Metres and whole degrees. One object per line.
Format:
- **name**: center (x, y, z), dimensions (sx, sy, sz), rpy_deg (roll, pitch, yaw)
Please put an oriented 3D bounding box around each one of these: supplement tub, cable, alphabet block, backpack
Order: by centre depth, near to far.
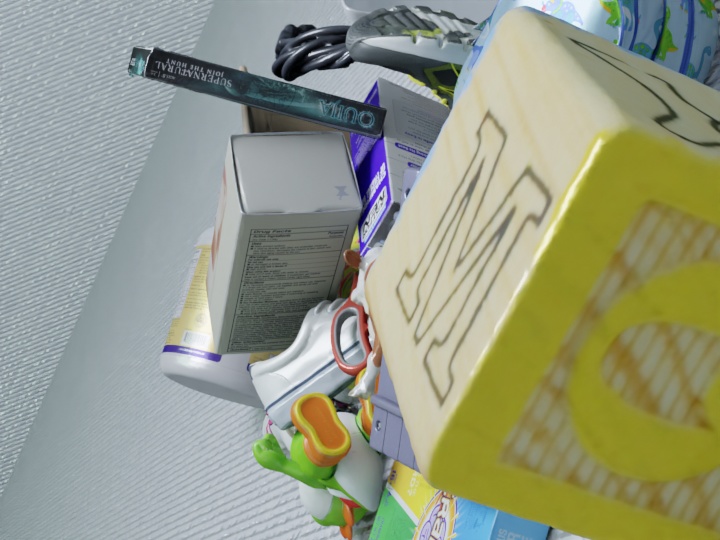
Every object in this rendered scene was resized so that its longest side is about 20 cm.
- **alphabet block**: center (0.135, 0.006, 0.718), dimensions (0.200, 0.195, 0.197), rpy_deg (-106, 38, -64)
- **backpack**: center (0.146, -0.125, 0.927), dimensions (0.200, 0.154, 0.163), rpy_deg (-49, 44, 15)
- **cable**: center (0.006, -0.185, 1.205), dimensions (0.200, 0.163, 0.051), rpy_deg (-106, 18, -81)
- **supplement tub**: center (-0.123, 0.037, 1.519), dimensions (0.145, 0.145, 0.200), rpy_deg (-17, 54, 68)

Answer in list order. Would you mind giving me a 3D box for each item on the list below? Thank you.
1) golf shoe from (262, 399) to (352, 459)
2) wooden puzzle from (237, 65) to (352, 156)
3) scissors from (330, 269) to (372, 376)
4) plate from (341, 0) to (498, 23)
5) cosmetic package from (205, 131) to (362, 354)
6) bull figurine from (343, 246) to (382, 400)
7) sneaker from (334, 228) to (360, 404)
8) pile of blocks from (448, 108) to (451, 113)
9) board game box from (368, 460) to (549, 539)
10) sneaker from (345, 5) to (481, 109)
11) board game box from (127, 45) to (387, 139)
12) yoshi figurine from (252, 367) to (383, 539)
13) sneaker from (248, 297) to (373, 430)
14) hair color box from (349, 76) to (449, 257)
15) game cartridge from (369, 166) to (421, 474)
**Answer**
- **golf shoe**: center (-0.054, 0.150, 1.325), dimensions (0.200, 0.073, 0.092), rpy_deg (-115, 42, -80)
- **wooden puzzle**: center (-0.026, -0.107, 1.300), dimensions (0.037, 0.200, 0.185), rpy_deg (-59, 20, 23)
- **scissors**: center (0.000, 0.000, 1.160), dimensions (0.073, 0.014, 0.200), rpy_deg (-22, 49, 12)
- **plate**: center (0.074, -0.226, 1.159), dimensions (0.200, 0.200, 0.032), rpy_deg (-101, 19, -59)
- **cosmetic package**: center (-0.070, -0.020, 1.191), dimensions (0.200, 0.103, 0.087), rpy_deg (109, 154, -51)
- **bull figurine**: center (0.054, 0.042, 1.026), dimensions (0.200, 0.065, 0.122), rpy_deg (2, 77, 43)
- **sneaker**: center (0.014, 0.016, 1.267), dimensions (0.090, 0.078, 0.200), rpy_deg (142, 133, -58)
- **pile of blocks**: center (0.115, -0.155, 1.182), dimensions (0.200, 0.062, 0.082), rpy_deg (-82, 8, -56)
- **board game box**: center (0.060, 0.194, 0.975), dimensions (0.200, 0.040, 0.153), rpy_deg (-5, 66, 71)
- **sneaker**: center (0.082, -0.137, 1.037), dimensions (0.074, 0.200, 0.085), rpy_deg (-109, 32, -59)
- **board game box**: center (-0.090, -0.150, 1.176), dimensions (0.135, 0.200, 0.028), rpy_deg (-147, 70, -73)
- **yoshi figurine**: center (-0.023, 0.140, 1.142), dimensions (0.200, 0.112, 0.112), rpy_deg (101, -169, -58)
- **sneaker**: center (-0.010, 0.051, 1.172), dimensions (0.200, 0.071, 0.073), rpy_deg (-37, -8, 8)
- **hair color box**: center (0.054, -0.072, 1.176), dimensions (0.065, 0.109, 0.200), rpy_deg (-59, 20, 29)
- **game cartridge**: center (0.057, 0.036, 0.924), dimensions (0.130, 0.038, 0.200), rpy_deg (19, 103, 64)
